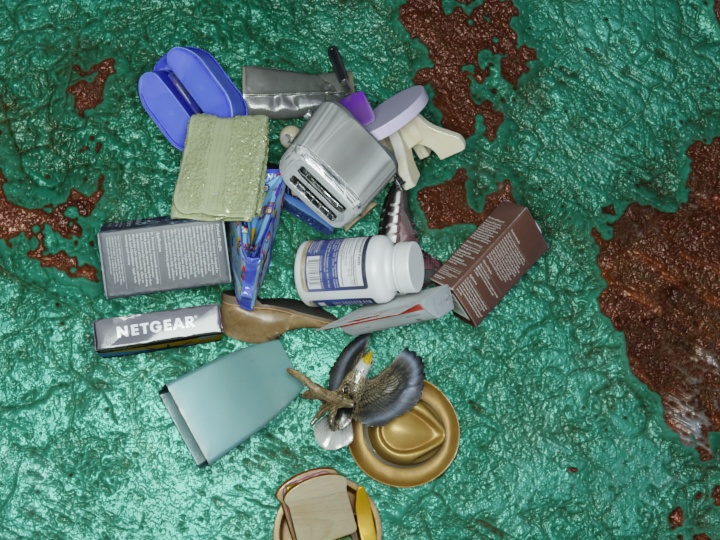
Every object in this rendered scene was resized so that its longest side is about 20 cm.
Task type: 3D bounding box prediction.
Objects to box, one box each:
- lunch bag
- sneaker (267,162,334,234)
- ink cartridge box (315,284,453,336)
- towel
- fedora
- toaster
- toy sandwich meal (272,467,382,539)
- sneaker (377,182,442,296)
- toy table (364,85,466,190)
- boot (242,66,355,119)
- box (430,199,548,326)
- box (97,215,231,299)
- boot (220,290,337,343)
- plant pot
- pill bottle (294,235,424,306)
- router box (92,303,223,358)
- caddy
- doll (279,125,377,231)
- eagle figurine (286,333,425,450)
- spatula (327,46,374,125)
[{"bbox_3d":[-0.178,-0.046,1.653,0.093,0.151,0.202,8,57,-8],"label":"lunch bag"},{"bbox_3d":[-0.111,-0.146,1.760,0.199,0.070,0.078,35,72,-8],"label":"sneaker"},{"bbox_3d":[0.043,0.079,1.652,0.161,0.200,0.058,-14,99,28],"label":"ink cartridge box"},{"bbox_3d":[-0.217,-0.164,1.613,0.146,0.037,0.203,1,60,7],"label":"towel"},{"bbox_3d":[0.078,0.269,1.716,0.197,0.082,0.204,1,82,-10],"label":"fedora"},{"bbox_3d":[-0.034,-0.161,1.634,0.200,0.113,0.130,44,59,-8],"label":"toaster"},{"bbox_3d":[-0.052,0.425,1.678,0.202,0.070,0.209,1,81,-9],"label":"toy sandwich meal"},{"bbox_3d":[0.090,-0.047,1.780,0.114,0.076,0.203,8,90,-14],"label":"sneaker"},{"bbox_3d":[0.074,-0.223,1.739,0.118,0.182,0.200,59,38,-18],"label":"toy table"},{"bbox_3d":[-0.107,-0.272,1.774,0.197,0.073,0.185,-2,68,-16],"label":"boot"},{"bbox_3d":[0.223,-0.014,1.771,0.200,0.075,0.101,-44,124,-12],"label":"box"},{"bbox_3d":[-0.315,-0.029,1.652,0.197,0.148,0.109,-7,99,-11],"label":"box"},{"bbox_3d":[-0.138,0.086,1.725,0.197,0.074,0.077,9,98,-4],"label":"boot"},{"bbox_3d":[-0.201,0.202,1.654,0.198,0.141,0.143,-29,87,-19],"label":"plant pot"},{"bbox_3d":[0.000,0.000,1.689,0.197,0.111,0.113,-3,80,22],"label":"pill bottle"},{"bbox_3d":[-0.322,0.098,1.642,0.197,0.149,0.052,-8,82,-10],"label":"router box"},{"bbox_3d":[-0.281,-0.284,1.732,0.141,0.105,0.201,-37,89,11],"label":"caddy"},{"bbox_3d":[-0.065,-0.162,1.716,0.136,0.048,0.201,-39,88,-26],"label":"doll"},{"bbox_3d":[-0.001,0.184,1.657,0.150,0.199,0.153,-29,84,30],"label":"eagle figurine"},{"bbox_3d":[-0.026,-0.316,1.750,0.056,0.021,0.202,-26,51,9],"label":"spatula"}]
